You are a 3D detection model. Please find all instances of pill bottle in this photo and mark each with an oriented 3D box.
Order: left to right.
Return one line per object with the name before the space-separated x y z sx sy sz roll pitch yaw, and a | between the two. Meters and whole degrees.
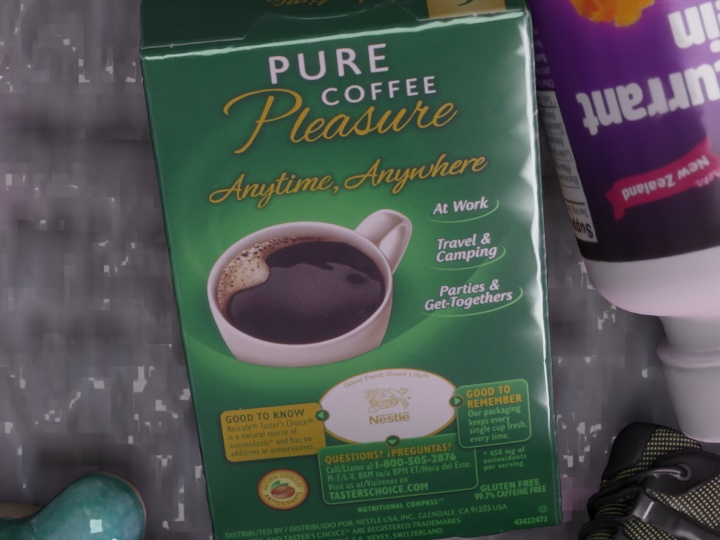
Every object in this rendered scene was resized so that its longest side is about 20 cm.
pill bottle | 0.114 -0.053 0.849 0.111 0.111 0.201 -17 99 2

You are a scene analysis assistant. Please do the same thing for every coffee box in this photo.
coffee box | 0.000 0.000 0.854 0.122 0.044 0.201 -7 123 1

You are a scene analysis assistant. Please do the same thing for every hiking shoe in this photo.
hiking shoe | 0.093 0.107 0.883 0.199 0.076 0.101 -19 69 -22

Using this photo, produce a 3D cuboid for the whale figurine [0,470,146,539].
whale figurine | -0.081 0.147 0.869 0.198 0.104 0.160 1 107 12
